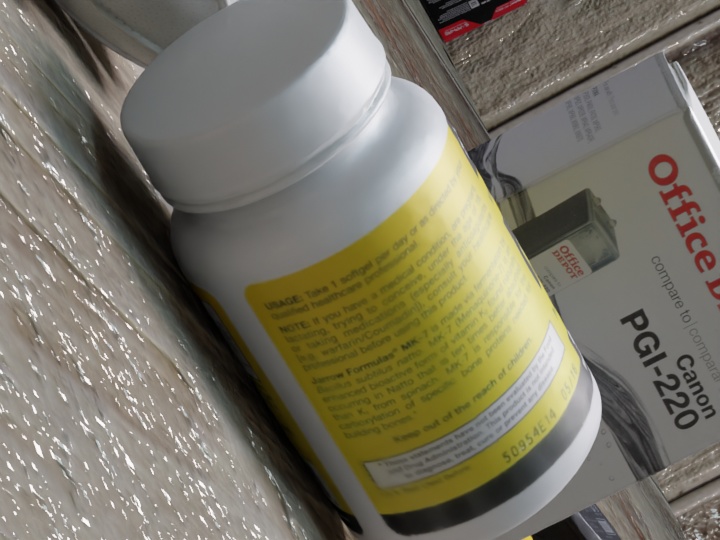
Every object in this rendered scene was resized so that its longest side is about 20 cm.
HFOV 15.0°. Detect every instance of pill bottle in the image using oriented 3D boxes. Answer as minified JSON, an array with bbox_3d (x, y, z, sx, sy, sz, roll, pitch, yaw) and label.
[{"bbox_3d":[0.000,0.000,1.015,0.200,0.114,0.114,59,7,-28],"label":"pill bottle"}]

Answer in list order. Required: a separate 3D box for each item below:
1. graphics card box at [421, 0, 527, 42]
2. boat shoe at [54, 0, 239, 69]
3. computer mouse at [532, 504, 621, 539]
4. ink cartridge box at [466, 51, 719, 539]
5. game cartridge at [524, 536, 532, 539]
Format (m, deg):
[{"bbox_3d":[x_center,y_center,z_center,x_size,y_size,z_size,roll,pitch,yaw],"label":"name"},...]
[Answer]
[{"bbox_3d":[0.118,-0.404,3.514,0.200,0.125,0.051,57,15,-34],"label":"graphics card box"},{"bbox_3d":[-0.098,-0.130,0.986,0.200,0.071,0.070,54,10,-38],"label":"boat shoe"},{"bbox_3d":[0.081,0.101,1.552,0.200,0.046,0.140,52,9,11],"label":"computer mouse"},{"bbox_3d":[0.078,0.021,1.155,0.146,0.200,0.085,60,7,-18],"label":"ink cartridge box"},{"bbox_3d":[0.042,0.098,1.329,0.176,0.032,0.200,63,4,4],"label":"game cartridge"}]
